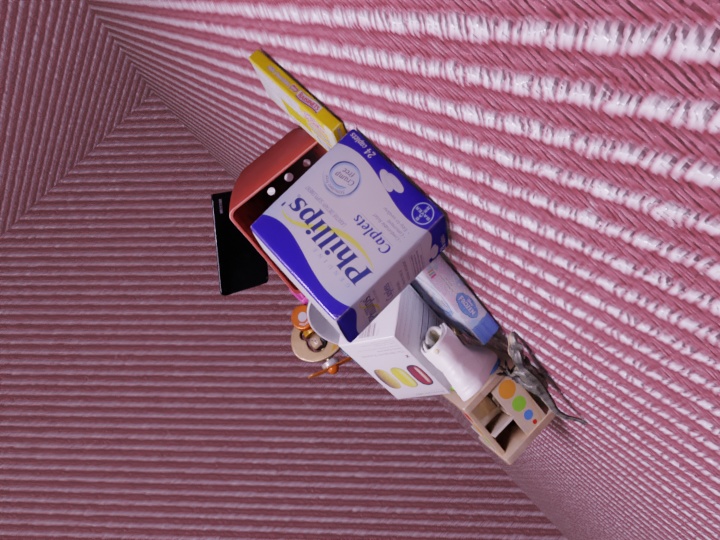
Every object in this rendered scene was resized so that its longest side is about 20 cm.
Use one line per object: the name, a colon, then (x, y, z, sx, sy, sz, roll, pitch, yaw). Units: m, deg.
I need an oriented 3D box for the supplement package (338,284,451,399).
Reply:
supplement package: (0.067, 0.118, 1.266, 0.111, 0.112, 0.200, -12, 141, 32)

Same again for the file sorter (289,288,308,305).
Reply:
file sorter: (-0.086, -0.056, 1.497, 0.126, 0.199, 0.139, 50, 173, -17)

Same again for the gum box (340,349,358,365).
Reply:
gum box: (0.031, 0.093, 1.558, 0.044, 0.202, 0.170, 35, 174, 10)

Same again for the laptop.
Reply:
laptop: (-0.229, -0.065, 1.414, 0.200, 0.100, 0.183, -146, 52, -71)

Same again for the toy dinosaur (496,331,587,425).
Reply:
toy dinosaur: (0.269, 0.174, 1.187, 0.200, 0.048, 0.088, 47, 168, -20)

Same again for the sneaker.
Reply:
sneaker: (0.157, 0.128, 1.223, 0.116, 0.074, 0.200, 48, -168, 4)

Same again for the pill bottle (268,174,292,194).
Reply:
pill bottle: (-0.172, -0.168, 1.807, 0.109, 0.109, 0.201, 43, 172, 31)

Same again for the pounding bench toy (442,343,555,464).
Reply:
pounding bench toy: (0.228, 0.224, 1.386, 0.157, 0.124, 0.200, 48, 174, -14)

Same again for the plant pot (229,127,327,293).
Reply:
plant pot: (-0.105, -0.126, 1.304, 0.201, 0.198, 0.177, 51, -175, -34)

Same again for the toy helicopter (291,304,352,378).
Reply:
toy helicopter: (-0.036, 0.133, 1.430, 0.079, 0.194, 0.136, 51, -145, -71)

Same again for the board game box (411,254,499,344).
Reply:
board game box: (0.116, 0.016, 1.246, 0.199, 0.043, 0.200, 47, 174, -19)

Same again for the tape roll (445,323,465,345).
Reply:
tape roll: (0.141, 0.138, 1.488, 0.201, 0.085, 0.200, 48, -174, -6)

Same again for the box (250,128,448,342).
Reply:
box: (-0.012, -0.047, 1.021, 0.184, 0.200, 0.105, 44, 173, 19)

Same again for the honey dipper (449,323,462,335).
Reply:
honey dipper: (0.140, 0.057, 1.413, 0.200, 0.038, 0.038, 47, 174, -34)

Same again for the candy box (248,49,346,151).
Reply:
candy box: (-0.087, -0.242, 1.136, 0.200, 0.026, 0.103, 45, 171, 25)

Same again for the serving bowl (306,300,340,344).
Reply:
serving bowl: (0.002, 0.051, 1.336, 0.201, 0.196, 0.067, 53, -155, -44)
